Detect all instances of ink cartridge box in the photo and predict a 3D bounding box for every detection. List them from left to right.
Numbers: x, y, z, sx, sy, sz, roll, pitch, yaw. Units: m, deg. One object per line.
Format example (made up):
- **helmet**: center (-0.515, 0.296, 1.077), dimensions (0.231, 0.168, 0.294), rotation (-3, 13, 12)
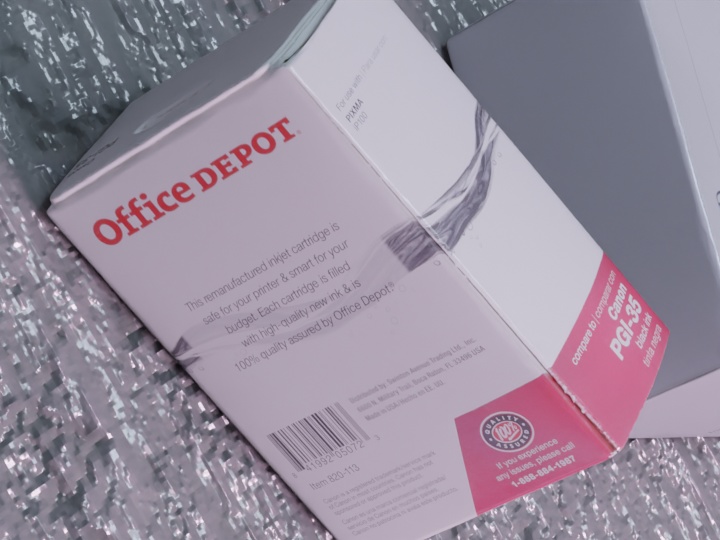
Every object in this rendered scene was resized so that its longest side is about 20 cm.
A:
- **ink cartridge box**: center (0.000, 0.000, 1.010), dimensions (0.200, 0.146, 0.083), rotation (49, 41, -16)

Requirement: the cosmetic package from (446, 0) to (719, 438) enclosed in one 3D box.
- **cosmetic package**: center (0.167, -0.032, 1.225), dimensions (0.199, 0.123, 0.201), rotation (1, 69, -45)
